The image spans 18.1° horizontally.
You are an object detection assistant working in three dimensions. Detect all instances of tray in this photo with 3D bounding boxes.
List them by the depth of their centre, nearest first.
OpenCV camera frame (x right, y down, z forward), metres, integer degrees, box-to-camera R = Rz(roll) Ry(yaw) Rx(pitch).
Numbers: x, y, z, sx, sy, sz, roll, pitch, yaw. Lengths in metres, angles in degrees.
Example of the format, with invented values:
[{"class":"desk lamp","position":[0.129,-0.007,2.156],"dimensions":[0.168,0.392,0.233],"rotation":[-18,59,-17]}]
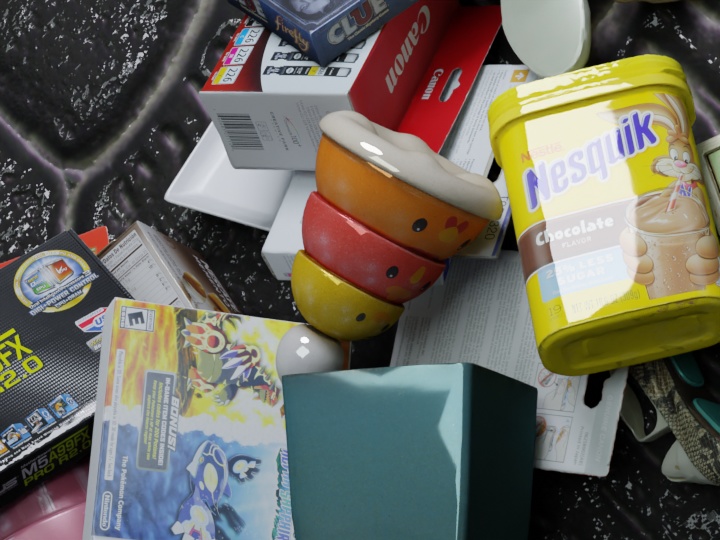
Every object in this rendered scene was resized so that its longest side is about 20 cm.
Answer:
[{"class":"tray","position":[-0.052,-0.070,1.819],"dimensions":[0.199,0.022,0.108],"rotation":[16,61,29]}]

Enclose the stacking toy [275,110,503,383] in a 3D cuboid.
[{"class":"stacking toy","position":[0.000,0.000,1.616],"dimensions":[0.146,0.146,0.201],"rotation":[31,99,30]}]

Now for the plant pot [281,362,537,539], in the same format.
[{"class":"plant pot","position":[0.038,0.175,1.560],"dimensions":[0.141,0.141,0.201],"rotation":[-6,78,23]}]

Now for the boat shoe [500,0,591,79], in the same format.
[{"class":"boat shoe","position":[0.144,-0.224,1.755],"dimensions":[0.070,0.071,0.202],"rotation":[-32,56,23]}]

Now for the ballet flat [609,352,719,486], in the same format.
[{"class":"ballet flat","position":[0.230,0.103,1.623],"dimensions":[0.075,0.068,0.200],"rotation":[-49,52,21]}]

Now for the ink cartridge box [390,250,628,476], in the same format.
[{"class":"ink cartridge box","position":[0.116,0.070,1.675],"dimensions":[0.199,0.057,0.164],"rotation":[6,76,29]}]

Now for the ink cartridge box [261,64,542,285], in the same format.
[{"class":"ink cartridge box","position":[0.045,-0.075,1.737],"dimensions":[0.199,0.043,0.197],"rotation":[3,53,27]}]

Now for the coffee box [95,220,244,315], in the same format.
[{"class":"coffee box","position":[-0.128,0.070,1.775],"dimensions":[0.080,0.114,0.200],"rotation":[-41,60,9]}]

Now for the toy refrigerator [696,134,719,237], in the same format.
[{"class":"toy refrigerator","position":[0.306,-0.007,1.611],"dimensions":[0.076,0.070,0.201],"rotation":[-24,65,18]}]

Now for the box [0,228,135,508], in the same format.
[{"class":"box","position":[-0.253,0.076,1.688],"dimensions":[0.199,0.044,0.160],"rotation":[-31,58,-22]}]

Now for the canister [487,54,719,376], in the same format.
[{"class":"canister","position":[0.177,-0.038,1.588],"dimensions":[0.148,0.087,0.201],"rotation":[-13,59,8]}]

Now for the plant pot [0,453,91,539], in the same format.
[{"class":"plant pot","position":[-0.249,0.187,1.736],"dimensions":[0.199,0.200,0.180],"rotation":[-33,70,13]}]

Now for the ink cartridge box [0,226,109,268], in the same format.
[{"class":"ink cartridge box","position":[-0.275,0.074,1.883],"dimensions":[0.162,0.057,0.201],"rotation":[-18,72,20]}]

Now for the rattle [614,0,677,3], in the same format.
[{"class":"rattle","position":[0.259,-0.288,1.744],"dimensions":[0.199,0.143,0.131],"rotation":[-27,96,0]}]

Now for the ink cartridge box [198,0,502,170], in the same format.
[{"class":"ink cartridge box","position":[-0.001,-0.173,1.757],"dimensions":[0.175,0.084,0.201],"rotation":[2,47,27]}]

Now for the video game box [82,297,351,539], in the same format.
[{"class":"video game box","position":[-0.102,0.130,1.634],"dimensions":[0.181,0.047,0.201],"rotation":[8,73,-16]}]

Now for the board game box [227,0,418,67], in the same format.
[{"class":"board game box","position":[0.007,-0.247,1.741],"dimensions":[0.200,0.035,0.135],"rotation":[-36,44,-17]}]
